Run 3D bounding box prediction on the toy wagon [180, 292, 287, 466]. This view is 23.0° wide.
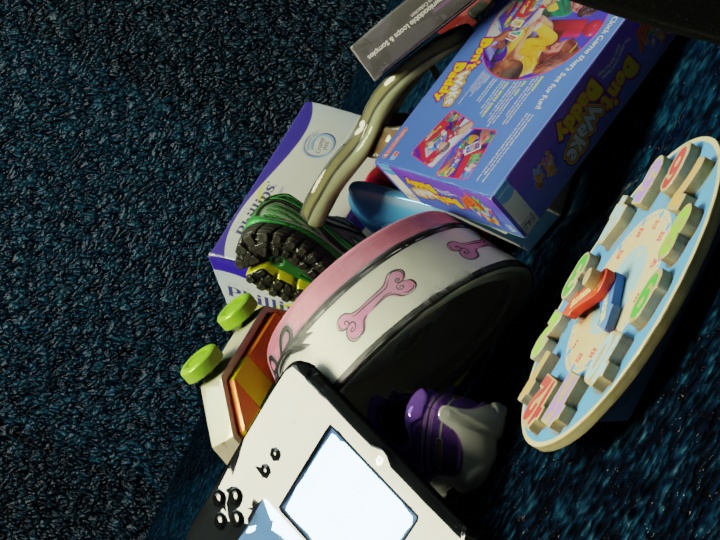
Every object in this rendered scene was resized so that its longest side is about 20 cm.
[{"bbox_3d":[-0.048,0.087,1.302,0.040,0.155,0.200,-29,18,34],"label":"toy wagon"}]

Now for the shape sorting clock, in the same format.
[{"bbox_3d":[0.144,0.011,0.994,0.200,0.039,0.200,-62,8,16],"label":"shape sorting clock"}]

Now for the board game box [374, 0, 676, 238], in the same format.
[{"bbox_3d":[0.117,-0.126,1.220,0.200,0.045,0.134,-52,36,-11],"label":"board game box"}]

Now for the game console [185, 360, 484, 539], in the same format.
[{"bbox_3d":[-0.022,0.183,1.122,0.031,0.200,0.177,1,-55,-49],"label":"game console"}]

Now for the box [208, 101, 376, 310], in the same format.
[{"bbox_3d":[-0.026,-0.011,1.566,0.184,0.105,0.200,-60,-27,-28],"label":"box"}]

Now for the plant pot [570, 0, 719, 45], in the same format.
[{"bbox_3d":[0.211,-0.190,0.684,0.200,0.177,0.200,-53,13,52],"label":"plant pot"}]

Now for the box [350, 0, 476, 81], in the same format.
[{"bbox_3d":[0.067,-0.208,1.330,0.143,0.036,0.200,-38,6,13],"label":"box"}]

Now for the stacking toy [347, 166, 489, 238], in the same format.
[{"bbox_3d":[0.082,-0.111,1.421,0.116,0.110,0.200,41,-111,-53],"label":"stacking toy"}]

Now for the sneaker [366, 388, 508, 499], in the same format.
[{"bbox_3d":[0.037,0.113,1.221,0.081,0.083,0.200,-67,7,-22],"label":"sneaker"}]

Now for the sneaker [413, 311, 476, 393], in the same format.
[{"bbox_3d":[0.028,0.090,1.389,0.066,0.078,0.200,-76,13,-50],"label":"sneaker"}]

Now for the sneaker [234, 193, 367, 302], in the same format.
[{"bbox_3d":[0.000,0.000,1.405,0.078,0.200,0.085,-45,20,39],"label":"sneaker"}]

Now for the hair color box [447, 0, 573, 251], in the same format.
[{"bbox_3d":[0.123,-0.124,1.353,0.061,0.100,0.200,-55,12,56],"label":"hair color box"}]

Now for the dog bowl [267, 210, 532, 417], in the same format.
[{"bbox_3d":[0.021,0.040,1.230,0.200,0.074,0.200,-35,-20,-15],"label":"dog bowl"}]

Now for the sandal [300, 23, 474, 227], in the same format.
[{"bbox_3d":[0.028,-0.105,1.333,0.201,0.057,0.080,-53,-2,26],"label":"sandal"}]

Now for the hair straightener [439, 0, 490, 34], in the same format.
[{"bbox_3d":[0.144,-0.345,2.158,0.077,0.041,0.200,-66,8,-16],"label":"hair straightener"}]
